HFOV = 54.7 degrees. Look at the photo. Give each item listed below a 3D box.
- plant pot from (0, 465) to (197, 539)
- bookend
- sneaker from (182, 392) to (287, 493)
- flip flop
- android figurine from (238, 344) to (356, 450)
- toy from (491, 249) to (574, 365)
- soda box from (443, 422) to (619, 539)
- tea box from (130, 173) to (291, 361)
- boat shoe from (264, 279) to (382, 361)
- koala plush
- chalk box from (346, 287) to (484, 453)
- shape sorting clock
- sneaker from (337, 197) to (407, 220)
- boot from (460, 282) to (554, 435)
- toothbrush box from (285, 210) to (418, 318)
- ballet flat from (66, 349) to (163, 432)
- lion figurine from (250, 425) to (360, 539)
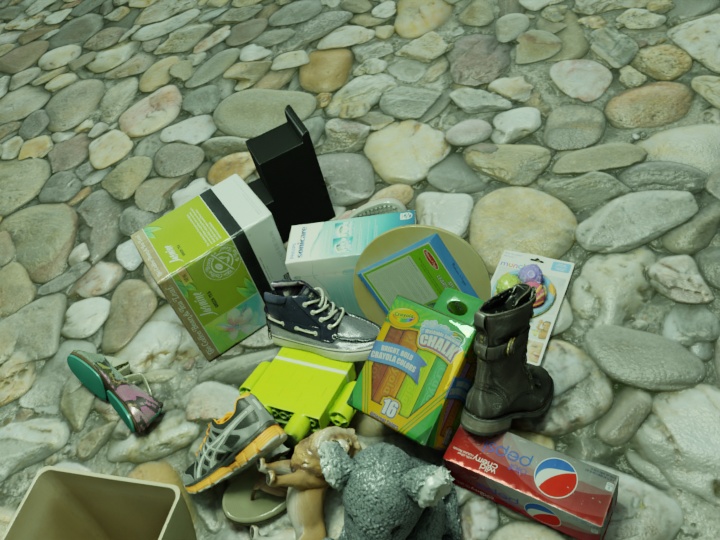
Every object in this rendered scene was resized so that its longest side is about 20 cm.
[{"bbox_3d":[-0.296,0.371,0.808,0.197,0.178,0.202,2,49,18],"label":"plant pot"},{"bbox_3d":[-0.167,-0.146,1.215,0.198,0.200,0.092,-28,49,-8],"label":"bookend"},{"bbox_3d":[-0.175,0.230,0.917,0.199,0.078,0.078,-39,76,31],"label":"sneaker"},{"bbox_3d":[-0.091,0.269,0.920,0.197,0.058,0.082,-20,46,-1],"label":"flip flop"},{"bbox_3d":[-0.082,0.167,1.000,0.179,0.042,0.201,7,37,22],"label":"android figurine"},{"bbox_3d":[0.237,0.038,1.033,0.114,0.048,0.201,13,55,24],"label":"toy"},{"bbox_3d":[0.203,0.252,0.842,0.198,0.064,0.070,17,55,30],"label":"soda box"},{"bbox_3d":[-0.219,-0.004,1.104,0.195,0.201,0.134,-33,48,-12],"label":"tea box"},{"bbox_3d":[-0.054,0.069,1.016,0.197,0.094,0.075,4,36,19],"label":"boat shoe"},{"bbox_3d":[0.031,0.264,0.789,0.175,0.201,0.185,8,51,23],"label":"koala plush"},{"bbox_3d":[0.094,0.117,0.909,0.124,0.124,0.202,20,80,31],"label":"chalk box"},{"bbox_3d":[0.087,0.024,0.991,0.197,0.202,0.039,1,33,18],"label":"shape sorting clock"},{"bbox_3d":[0.009,-0.077,1.138,0.200,0.075,0.105,-39,19,41],"label":"sneaker"},{"bbox_3d":[0.196,0.100,0.867,0.069,0.177,0.199,20,24,37],"label":"boot"},{"bbox_3d":[0.000,0.000,1.072,0.197,0.147,0.086,-8,45,11],"label":"toothbrush box"},{"bbox_3d":[-0.379,0.178,1.092,0.199,0.070,0.071,30,45,31],"label":"ballet flat"},{"bbox_3d":[-0.068,0.292,0.863,0.121,0.203,0.072,7,4,-29],"label":"lion figurine"}]
